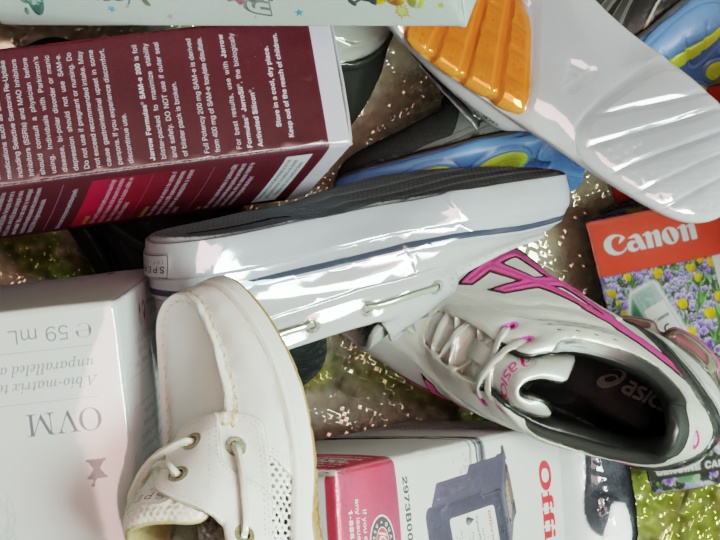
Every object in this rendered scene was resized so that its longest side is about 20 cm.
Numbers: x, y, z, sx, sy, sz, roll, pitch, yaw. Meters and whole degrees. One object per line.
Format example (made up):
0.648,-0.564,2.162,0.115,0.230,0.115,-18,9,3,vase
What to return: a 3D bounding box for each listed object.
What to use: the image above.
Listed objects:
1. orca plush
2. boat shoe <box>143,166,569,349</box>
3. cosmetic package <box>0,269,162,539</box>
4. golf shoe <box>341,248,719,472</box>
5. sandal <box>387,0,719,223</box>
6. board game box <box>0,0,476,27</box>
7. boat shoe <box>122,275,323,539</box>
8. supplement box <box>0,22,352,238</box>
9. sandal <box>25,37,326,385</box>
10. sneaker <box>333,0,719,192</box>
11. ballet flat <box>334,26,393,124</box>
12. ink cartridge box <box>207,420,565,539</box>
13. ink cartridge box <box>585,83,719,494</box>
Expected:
0.096,0.121,1.280,0.105,0.071,0.201,-12,85,29,orca plush
0.000,0.000,1.161,0.199,0.074,0.067,-11,103,-22,boat shoe
-0.177,0.114,1.121,0.198,0.123,0.201,-7,96,5,cosmetic package
0.068,0.031,1.193,0.199,0.092,0.073,20,99,14,golf shoe
0.076,-0.087,1.183,0.207,0.059,0.079,41,71,-1,sandal
-0.041,-0.162,1.117,0.199,0.148,0.064,1,126,17,board game box
-0.057,0.091,1.033,0.069,0.071,0.201,1,59,-28,boat shoe
-0.113,-0.056,1.125,0.199,0.109,0.061,-8,81,-14,supplement box
-0.087,-0.019,1.200,0.200,0.048,0.075,47,61,-14,sandal
0.076,-0.080,1.250,0.199,0.083,0.071,-32,143,0,sneaker
-0.006,-0.158,1.216,0.068,0.068,0.201,7,91,-19,ballet flat
0.012,0.146,1.170,0.200,0.084,0.146,-6,93,-59,ink cartridge box
0.168,-0.004,1.258,0.109,0.050,0.201,-11,98,25,ink cartridge box
